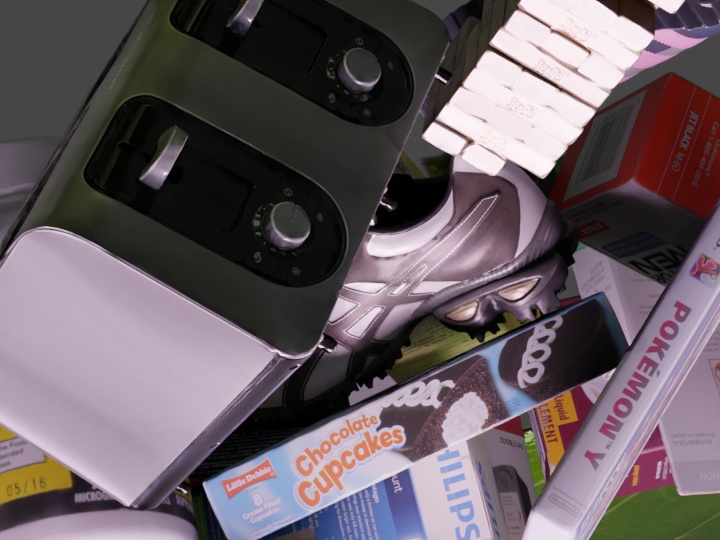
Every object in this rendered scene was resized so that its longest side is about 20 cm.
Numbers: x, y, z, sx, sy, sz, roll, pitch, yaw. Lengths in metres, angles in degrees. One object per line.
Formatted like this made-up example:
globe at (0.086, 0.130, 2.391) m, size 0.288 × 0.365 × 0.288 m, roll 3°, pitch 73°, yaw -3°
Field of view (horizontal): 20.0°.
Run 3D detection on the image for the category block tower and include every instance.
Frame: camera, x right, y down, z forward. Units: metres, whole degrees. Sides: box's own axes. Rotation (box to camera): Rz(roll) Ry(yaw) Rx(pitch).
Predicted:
block tower at (0.098, -0.124, 0.782) m, size 0.054 × 0.058 × 0.200 m, roll 27°, pitch 127°, yaw -14°

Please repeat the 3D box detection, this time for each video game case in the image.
video game case at (0.124, 0.061, 0.915) m, size 0.023 × 0.183 × 0.200 m, roll 30°, pitch 164°, yaw 11°

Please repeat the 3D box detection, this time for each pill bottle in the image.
pill bottle at (-0.143, 0.049, 0.938) m, size 0.113 × 0.201 × 0.114 m, roll -11°, pitch 157°, yaw -4°

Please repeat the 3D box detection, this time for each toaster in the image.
toaster at (-0.070, -0.019, 0.822) m, size 0.118 × 0.182 × 0.200 m, roll 32°, pitch 144°, yaw -10°

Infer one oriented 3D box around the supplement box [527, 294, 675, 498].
supplement box at (0.201, 0.066, 1.268) m, size 0.198 × 0.111 × 0.086 m, roll -13°, pitch 157°, yaw 0°

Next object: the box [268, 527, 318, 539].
box at (-0.081, 0.223, 0.941) m, size 0.157 × 0.048 × 0.201 m, roll -15°, pitch 132°, yaw -14°

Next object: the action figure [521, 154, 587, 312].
action figure at (0.074, 0.002, 1.131) m, size 0.117 × 0.055 × 0.200 m, roll 6°, pitch 151°, yaw -21°

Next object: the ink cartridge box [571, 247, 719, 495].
ink cartridge box at (0.228, 0.047, 1.159) m, size 0.199 × 0.175 × 0.044 m, roll 0°, pitch 154°, yaw -26°

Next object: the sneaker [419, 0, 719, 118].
sneaker at (0.117, -0.121, 0.885) m, size 0.199 × 0.071 × 0.082 m, roll -23°, pitch 180°, yaw 15°

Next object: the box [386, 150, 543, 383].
box at (0.021, 0.002, 1.034) m, size 0.075 × 0.050 × 0.200 m, roll -24°, pitch 137°, yaw 23°

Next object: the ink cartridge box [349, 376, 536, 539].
ink cartridge box at (0.046, 0.159, 1.284) m, size 0.085 × 0.201 × 0.147 m, roll -26°, pitch 154°, yaw 30°

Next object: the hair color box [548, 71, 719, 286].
hair color box at (0.202, -0.015, 1.006) m, size 0.199 × 0.064 × 0.111 m, roll 25°, pitch 164°, yaw -12°

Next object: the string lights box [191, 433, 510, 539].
string lights box at (-0.024, 0.151, 1.044) m, size 0.199 × 0.103 × 0.059 m, roll -18°, pitch 155°, yaw 10°

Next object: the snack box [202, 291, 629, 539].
snack box at (0.025, 0.070, 0.960) m, size 0.199 × 0.037 × 0.116 m, roll -25°, pitch 176°, yaw -2°

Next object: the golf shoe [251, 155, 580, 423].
golf shoe at (0.000, 0.000, 0.950) m, size 0.199 × 0.078 × 0.095 m, roll -27°, pitch 113°, yaw 22°

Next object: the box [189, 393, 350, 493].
box at (-0.092, 0.069, 1.108) m, size 0.105 × 0.123 × 0.200 m, roll -4°, pitch 156°, yaw -22°
